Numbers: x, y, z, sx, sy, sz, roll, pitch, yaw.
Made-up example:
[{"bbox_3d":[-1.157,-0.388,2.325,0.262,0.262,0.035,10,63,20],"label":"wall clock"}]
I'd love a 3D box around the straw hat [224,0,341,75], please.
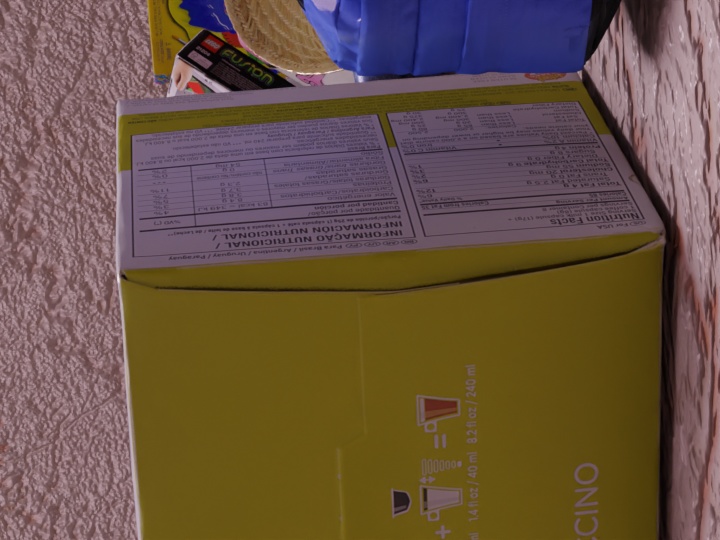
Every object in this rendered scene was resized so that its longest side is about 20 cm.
[{"bbox_3d":[0.019,-0.190,1.273,0.085,0.201,0.201,24,-127,-49],"label":"straw hat"}]

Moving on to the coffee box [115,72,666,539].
[{"bbox_3d":[0.006,0.046,0.923,0.198,0.200,0.200,-105,12,-66],"label":"coffee box"}]

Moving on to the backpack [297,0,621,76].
[{"bbox_3d":[0.019,-0.173,0.826,0.163,0.168,0.200,-88,-5,-49],"label":"backpack"}]

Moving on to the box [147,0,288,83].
[{"bbox_3d":[-0.066,-0.242,1.708,0.200,0.192,0.122,94,171,-67],"label":"box"}]

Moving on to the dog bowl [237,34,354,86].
[{"bbox_3d":[-0.017,-0.208,1.427,0.200,0.074,0.200,-164,90,-75],"label":"dog bowl"}]

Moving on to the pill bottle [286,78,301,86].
[{"bbox_3d":[-0.017,-0.038,1.718,0.120,0.120,0.200,-99,6,-52],"label":"pill bottle"}]

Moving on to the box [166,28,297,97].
[{"bbox_3d":[-0.037,-0.058,1.460,0.035,0.200,0.110,-49,-13,-38],"label":"box"}]

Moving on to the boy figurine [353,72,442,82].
[{"bbox_3d":[0.028,-0.046,1.323,0.124,0.064,0.200,-28,-63,-49],"label":"boy figurine"}]
